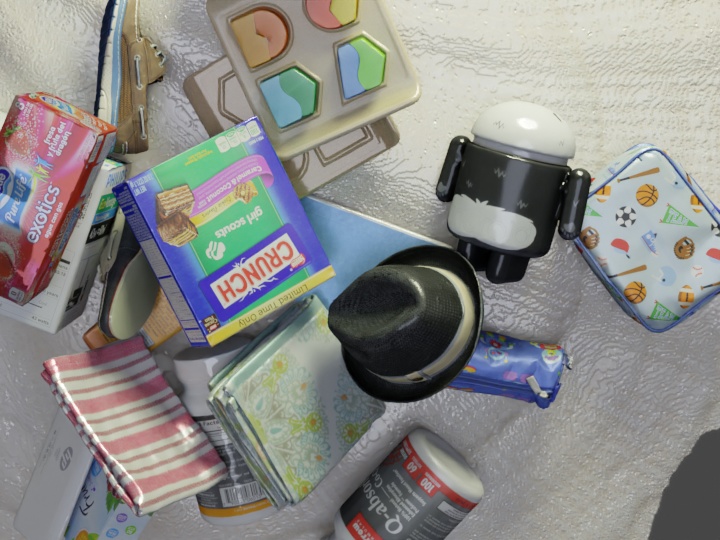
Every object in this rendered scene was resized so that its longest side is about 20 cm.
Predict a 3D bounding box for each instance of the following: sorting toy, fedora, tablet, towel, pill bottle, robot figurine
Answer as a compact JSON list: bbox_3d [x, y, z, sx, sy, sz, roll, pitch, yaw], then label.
[{"bbox_3d":[-0.053,-0.244,1.335,0.184,0.036,0.201,-23,97,11],"label":"sorting toy"},{"bbox_3d":[0.035,0.049,1.334,0.091,0.201,0.201,24,104,-47],"label":"fedora"},{"bbox_3d":[-0.079,-0.183,1.397,0.199,0.036,0.186,-28,98,11],"label":"sorting toy"},{"bbox_3d":[0.000,0.000,1.435,0.199,0.014,0.131,20,101,-1],"label":"tablet"},{"bbox_3d":[-0.340,0.214,1.396,0.014,0.130,0.201,25,81,-34],"label":"tablet"},{"bbox_3d":[-0.072,0.149,1.388,0.048,0.200,0.172,-11,114,47],"label":"towel"},{"bbox_3d":[0.041,0.294,1.435,0.116,0.116,0.200,41,99,-5],"label":"pill bottle"},{"bbox_3d":[0.169,-0.088,1.359,0.149,0.125,0.201,12,101,-8],"label":"robot figurine"},{"bbox_3d":[-0.152,0.187,1.423,0.116,0.116,0.201,-11,99,4],"label":"pill bottle"},{"bbox_3d":[-0.241,0.164,1.315,0.030,0.146,0.200,-46,74,31],"label":"towel"}]

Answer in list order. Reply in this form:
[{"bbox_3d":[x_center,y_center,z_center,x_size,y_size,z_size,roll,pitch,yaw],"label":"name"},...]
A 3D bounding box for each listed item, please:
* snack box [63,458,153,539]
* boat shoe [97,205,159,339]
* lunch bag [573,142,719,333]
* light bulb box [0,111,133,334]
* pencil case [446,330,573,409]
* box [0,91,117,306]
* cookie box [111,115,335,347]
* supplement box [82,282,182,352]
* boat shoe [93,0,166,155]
[{"bbox_3d":[-0.296,0.234,1.397,0.053,0.200,0.143,24,103,-35],"label":"snack box"},{"bbox_3d":[-0.263,-0.010,1.370,0.062,0.071,0.201,0,56,18],"label":"boat shoe"},{"bbox_3d":[0.339,-0.037,1.387,0.160,0.076,0.200,-39,96,6],"label":"lunch bag"},{"bbox_3d":[-0.390,-0.062,1.380,0.197,0.125,0.201,21,99,-2],"label":"light bulb box"},{"bbox_3d":[0.141,0.109,1.407,0.199,0.087,0.078,12,114,-4],"label":"pencil case"},{"bbox_3d":[-0.342,-0.077,1.262,0.095,0.100,0.201,26,100,-4],"label":"box"},{"bbox_3d":[-0.149,-0.041,1.340,0.171,0.075,0.201,-30,100,-22],"label":"cookie box"},{"bbox_3d":[-0.225,0.041,1.424,0.200,0.067,0.069,-36,97,8],"label":"supplement box"},{"bbox_3d":[-0.260,-0.231,1.379,0.072,0.072,0.201,6,94,-21],"label":"boat shoe"}]
